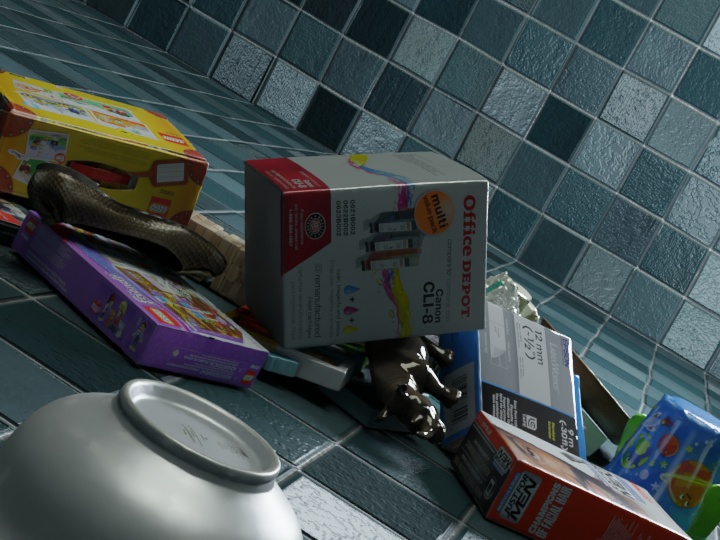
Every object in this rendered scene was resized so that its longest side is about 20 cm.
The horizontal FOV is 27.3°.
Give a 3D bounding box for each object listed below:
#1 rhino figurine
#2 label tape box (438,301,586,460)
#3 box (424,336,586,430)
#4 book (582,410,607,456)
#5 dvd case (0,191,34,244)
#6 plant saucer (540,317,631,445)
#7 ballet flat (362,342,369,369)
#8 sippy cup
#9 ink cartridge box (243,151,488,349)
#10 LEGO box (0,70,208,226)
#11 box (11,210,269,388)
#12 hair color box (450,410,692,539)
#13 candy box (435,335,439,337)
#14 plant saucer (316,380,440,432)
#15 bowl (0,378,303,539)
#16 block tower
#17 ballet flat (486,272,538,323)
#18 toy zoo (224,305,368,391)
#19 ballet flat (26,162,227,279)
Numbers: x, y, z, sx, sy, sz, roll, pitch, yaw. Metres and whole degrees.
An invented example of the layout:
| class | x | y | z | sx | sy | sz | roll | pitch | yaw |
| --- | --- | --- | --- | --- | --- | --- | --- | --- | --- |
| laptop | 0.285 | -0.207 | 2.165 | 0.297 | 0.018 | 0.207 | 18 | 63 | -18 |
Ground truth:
| class | x | y | z | sx | sy | sz | roll | pitch | yaw |
| --- | --- | --- | --- | --- | --- | --- | --- | --- | --- |
| rhino figurine | 0.043 | 0.103 | 1.366 | 0.087 | 0.060 | 0.201 | 35 | 18 | -16 |
| label tape box | 0.170 | 0.129 | 1.476 | 0.198 | 0.066 | 0.145 | 22 | 52 | -30 |
| box | 0.132 | 0.133 | 1.630 | 0.199 | 0.050 | 0.157 | 35 | 10 | 31 |
| book | 0.209 | 0.128 | 1.794 | 0.134 | 0.048 | 0.200 | 49 | 1 | -30 |
| dvd case | -0.314 | -0.055 | 1.336 | 0.146 | 0.022 | 0.199 | 37 | 12 | 38 |
| plant saucer | 0.275 | 0.145 | 1.809 | 0.201 | 0.037 | 0.200 | 50 | 4 | -4 |
| ballet flat | -0.024 | 0.056 | 1.564 | 0.071 | 0.072 | 0.200 | 24 | 8 | -30 |
| sippy cup | 0.335 | 0.210 | 1.586 | 0.177 | 0.131 | 0.139 | 34 | 10 | 34 |
| ink cartridge box | 0.004 | -0.024 | 1.368 | 0.197 | 0.147 | 0.145 | -5 | 16 | -19 |
| LEGO box | -0.265 | -0.115 | 1.411 | 0.198 | 0.078 | 0.149 | 13 | 17 | -30 |
| box | -0.186 | 0.024 | 1.245 | 0.199 | 0.039 | 0.136 | 37 | 10 | 38 |
| hair color box | 0.190 | 0.209 | 1.342 | 0.198 | 0.064 | 0.111 | 25 | 10 | -21 |
| candy box | 0.000 | 0.000 | 1.515 | 0.198 | 0.057 | 0.117 | 21 | 12 | -21 |
| plant saucer | 0.037 | 0.132 | 1.433 | 0.070 | 0.019 | 0.199 | 35 | 11 | 32 |
| bowl | -0.104 | 0.121 | 0.791 | 0.199 | 0.091 | 0.201 | 29 | 9 | -5 |
| block tower | -0.148 | -0.014 | 1.531 | 0.198 | 0.058 | 0.054 | 29 | 8 | 3 |
| ballet flat | 0.162 | 0.054 | 1.602 | 0.071 | 0.072 | 0.200 | 33 | -7 | 22 |
| toy zoo | -0.064 | 0.069 | 1.387 | 0.130 | 0.021 | 0.200 | 22 | 8 | 8 |
| ballet flat | -0.198 | -0.030 | 1.261 | 0.067 | 0.047 | 0.199 | -8 | -29 | 46 |
